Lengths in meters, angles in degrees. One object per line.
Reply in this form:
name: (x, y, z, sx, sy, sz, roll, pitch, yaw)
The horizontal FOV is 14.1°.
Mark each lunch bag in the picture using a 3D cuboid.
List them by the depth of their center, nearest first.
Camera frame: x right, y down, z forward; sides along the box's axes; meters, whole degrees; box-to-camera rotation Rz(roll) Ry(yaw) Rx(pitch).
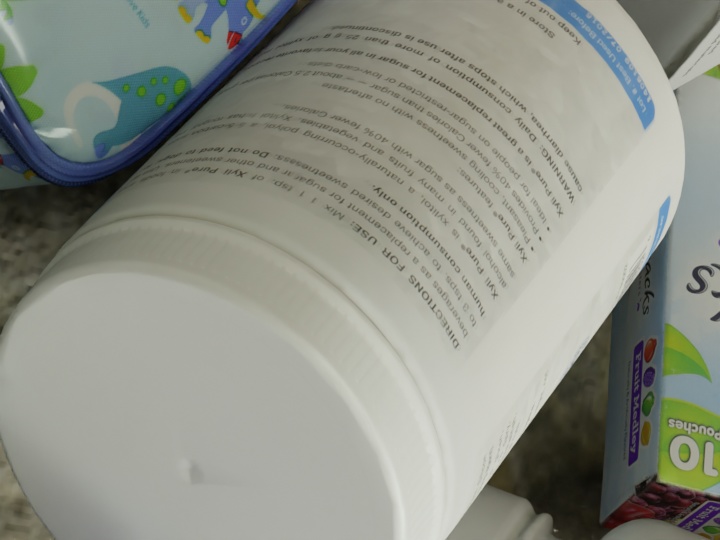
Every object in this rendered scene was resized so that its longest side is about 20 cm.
lunch bag: (-0.099, -0.137, 0.825, 0.161, 0.082, 0.200, -44, 114, -32)

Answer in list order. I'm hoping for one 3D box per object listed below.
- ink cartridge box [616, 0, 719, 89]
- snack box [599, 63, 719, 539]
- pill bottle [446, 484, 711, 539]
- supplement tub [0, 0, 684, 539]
ink cartridge box: (0.133, -0.166, 0.959, 0.200, 0.084, 0.146, -30, 77, -33)
snack box: (0.157, 0.000, 0.965, 0.142, 0.053, 0.201, 13, 63, -14)
pill bottle: (0.098, 0.140, 0.883, 0.199, 0.114, 0.115, 23, 70, 13)
supplement tub: (0.000, 0.000, 0.830, 0.200, 0.132, 0.132, -48, 116, -47)
